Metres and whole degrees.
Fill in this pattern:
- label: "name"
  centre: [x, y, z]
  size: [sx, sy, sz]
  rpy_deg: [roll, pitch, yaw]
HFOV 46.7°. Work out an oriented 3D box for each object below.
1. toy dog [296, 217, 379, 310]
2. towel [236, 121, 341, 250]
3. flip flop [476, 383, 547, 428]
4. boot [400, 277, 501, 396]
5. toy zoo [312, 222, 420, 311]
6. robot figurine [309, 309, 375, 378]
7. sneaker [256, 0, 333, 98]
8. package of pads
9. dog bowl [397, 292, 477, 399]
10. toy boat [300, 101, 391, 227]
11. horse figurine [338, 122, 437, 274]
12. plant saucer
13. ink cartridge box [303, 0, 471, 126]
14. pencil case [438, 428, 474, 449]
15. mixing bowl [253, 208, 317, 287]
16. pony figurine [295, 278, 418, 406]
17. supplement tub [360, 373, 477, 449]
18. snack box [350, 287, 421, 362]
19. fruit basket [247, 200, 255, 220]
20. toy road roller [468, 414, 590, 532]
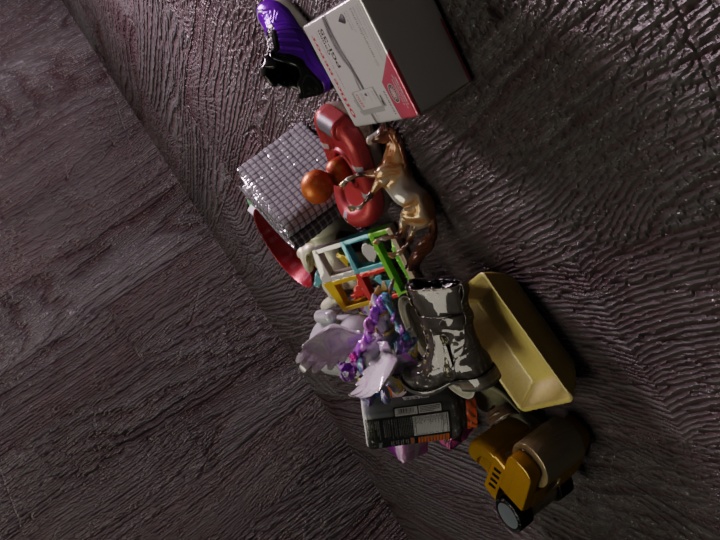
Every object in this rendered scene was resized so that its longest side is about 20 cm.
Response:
- label: "toy dog"
  centre: [-0.053, -0.050, 1.554]
  size: [0.202, 0.138, 0.194]
  rpy_deg: [59, 161, -4]
- label: "towel"
  centre: [-0.110, -0.147, 1.477]
  size: [0.200, 0.165, 0.086]
  rpy_deg: [45, 168, 37]
- label: "flip flop"
  centre: [0.245, 0.249, 1.368]
  size: [0.199, 0.057, 0.082]
  rpy_deg: [35, 155, 54]
- label: "boot"
  centre: [0.108, 0.090, 1.216]
  size: [0.198, 0.069, 0.176]
  rpy_deg: [-12, 110, 45]
- label: "toy zoo"
  centre: [0.000, 0.000, 1.467]
  size: [0.197, 0.021, 0.133]
  rpy_deg: [-16, 113, 32]
- label: "robot figurine"
  centre: [-0.022, 0.139, 1.540]
  size: [0.170, 0.113, 0.199]
  rpy_deg: [49, 157, -17]
- label: "sneaker"
  centre: [-0.115, -0.327, 1.234]
  size: [0.201, 0.099, 0.070]
  rpy_deg: [48, 162, 26]
- label: "package of pads"
  centre: [0.074, 0.254, 1.609]
  size: [0.120, 0.075, 0.203]
  rpy_deg: [37, 137, 49]
- label: "dog bowl"
  centre: [0.147, 0.104, 1.352]
  size: [0.201, 0.073, 0.201]
  rpy_deg: [50, 163, 21]
- label: "toy boat"
  centre: [-0.035, -0.149, 1.292]
  size: [0.130, 0.130, 0.202]
  rpy_deg: [40, 158, 46]
- label: "horse figurine"
  centre: [0.052, -0.099, 1.203]
  size: [0.202, 0.132, 0.050]
  rpy_deg: [56, -152, 3]
- label: "plant saucer"
  centre: [0.215, 0.094, 1.163]
  size: [0.201, 0.048, 0.200]
  rpy_deg: [55, 165, 6]
- label: "ink cartridge box"
  centre: [0.026, -0.254, 0.973]
  size: [0.148, 0.082, 0.199]
  rpy_deg: [60, 165, -15]
- label: "pencil case"
  centre: [0.148, 0.265, 1.667]
  size: [0.200, 0.093, 0.092]
  rpy_deg: [45, 119, 37]
- label: "mixing bowl"
  centre: [-0.126, -0.076, 1.766]
  size: [0.200, 0.108, 0.201]
  rpy_deg: [46, 160, 22]
- label: "pony figurine"
  centre: [0.017, 0.133, 1.342]
  size: [0.165, 0.194, 0.201]
  rpy_deg: [25, 153, 32]
- label: "supplement tub"
  centre: [0.101, 0.239, 1.462]
  size: [0.123, 0.196, 0.125]
  rpy_deg: [172, 90, -90]
- label: "snack box"
  centre: [0.066, 0.107, 1.654]
  size: [0.143, 0.053, 0.199]
  rpy_deg: [58, 164, -13]
- label: "fruit basket"
  centre: [-0.176, -0.097, 1.936]
  size: [0.185, 0.093, 0.202]
  rpy_deg: [34, 157, 55]
- label: "toy road roller"
  centre: [0.240, 0.276, 1.247]
  size: [0.146, 0.122, 0.202]
  rpy_deg: [46, 150, 31]
